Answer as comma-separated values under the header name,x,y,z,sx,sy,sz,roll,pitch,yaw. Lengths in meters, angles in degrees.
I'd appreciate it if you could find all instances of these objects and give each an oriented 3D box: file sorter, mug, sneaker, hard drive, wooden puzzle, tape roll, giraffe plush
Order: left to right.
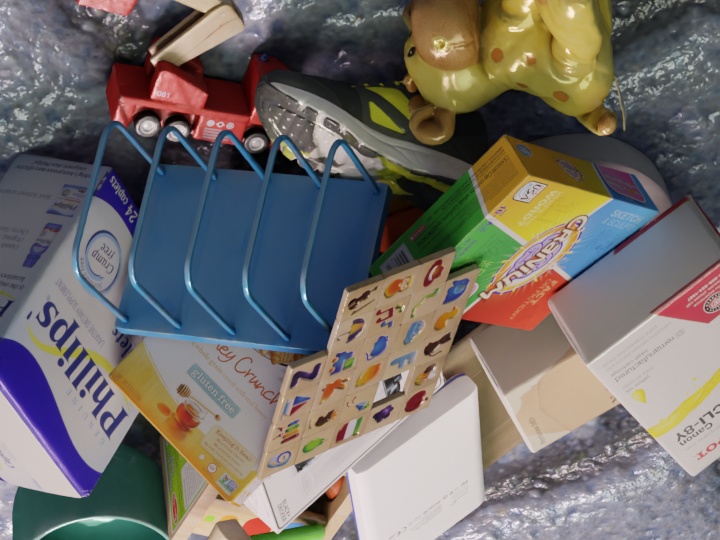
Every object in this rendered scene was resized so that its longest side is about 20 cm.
name,x,y,z,sx,sy,sz,roll,pitch,yaw
mug,-0.244,0.239,1.958,0.150,0.115,0.186,3,134,-15
file sorter,-0.098,-0.028,1.604,0.198,0.140,0.123,6,161,20
sneaker,0.011,-0.112,1.656,0.199,0.085,0.074,25,147,-16
hard drive,0.050,0.184,1.888,0.131,0.025,0.201,-35,149,-17
wooden puzzle,0.083,0.128,1.920,0.184,0.037,0.200,-37,149,-5
giraffe plush,0.104,-0.179,1.598,0.161,0.173,0.202,-8,119,12
tape roll,0.170,-0.031,1.834,0.201,0.037,0.204,-5,134,-6

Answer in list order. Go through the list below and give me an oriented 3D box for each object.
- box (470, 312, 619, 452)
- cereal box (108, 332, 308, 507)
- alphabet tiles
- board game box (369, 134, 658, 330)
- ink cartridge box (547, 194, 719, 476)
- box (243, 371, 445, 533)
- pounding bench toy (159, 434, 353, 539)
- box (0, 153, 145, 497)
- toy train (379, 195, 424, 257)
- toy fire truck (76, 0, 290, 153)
name,x,y,z,sx,sy,sz,roll,pitch,yaw
box,0.204,0.058,1.821,0.199,0.078,0.095,-31,136,1
cereal box,-0.077,0.062,1.665,0.200,0.144,0.040,-46,166,-3
alphabet tiles,0.008,0.065,1.598,0.166,0.008,0.201,-21,146,-31
board game box,0.121,-0.025,1.646,0.153,0.040,0.199,-45,151,24
ink cartridge box,0.267,0.057,1.735,0.145,0.084,0.200,-38,134,8
box,-0.025,0.107,1.760,0.200,0.060,0.117,-41,145,-19
pounding bench toy,-0.076,0.199,1.892,0.155,0.201,0.125,16,129,-25
box,-0.243,0.044,1.695,0.104,0.201,0.185,9,145,32
toy train,0.021,-0.048,1.713,0.198,0.085,0.117,-20,97,-13
toy fire truck,-0.131,-0.168,1.628,0.198,0.049,0.142,8,129,-22
